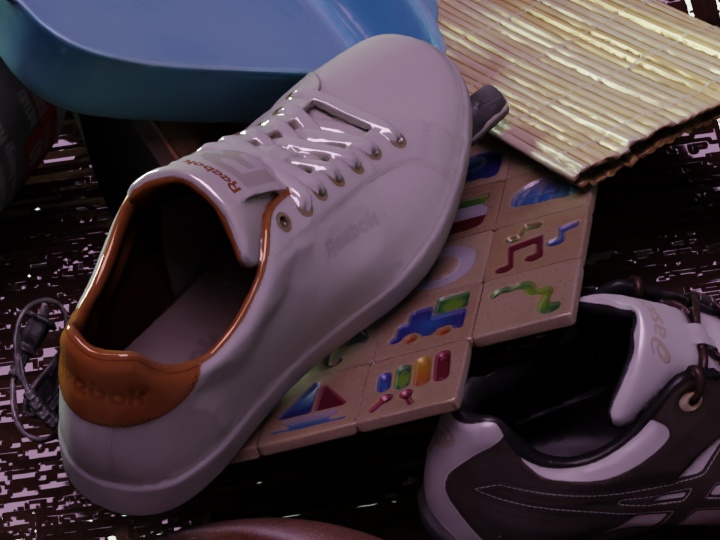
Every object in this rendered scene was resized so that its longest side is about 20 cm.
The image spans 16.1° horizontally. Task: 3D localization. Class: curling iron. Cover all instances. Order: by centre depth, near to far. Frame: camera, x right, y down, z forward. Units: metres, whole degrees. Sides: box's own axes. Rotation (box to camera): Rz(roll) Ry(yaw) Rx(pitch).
[{"bbox_3d":[-0.032,-0.007,0.845,0.200,0.026,0.050,-32,80,-13],"label":"curling iron"}]

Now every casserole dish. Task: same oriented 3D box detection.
[{"bbox_3d":[-0.061,-0.094,0.897,0.200,0.039,0.121,0,42,-39],"label":"casserole dish"}]

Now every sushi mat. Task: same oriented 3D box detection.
[{"bbox_3d":[0.069,-0.080,0.925,0.096,0.012,0.200,-28,29,-15],"label":"sushi mat"}]

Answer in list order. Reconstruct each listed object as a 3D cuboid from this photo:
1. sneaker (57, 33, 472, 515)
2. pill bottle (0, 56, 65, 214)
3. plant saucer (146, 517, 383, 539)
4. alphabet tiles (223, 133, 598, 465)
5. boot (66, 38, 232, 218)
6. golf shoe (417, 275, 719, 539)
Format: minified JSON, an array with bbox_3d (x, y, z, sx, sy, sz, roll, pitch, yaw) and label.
[{"bbox_3d":[-0.023,-0.018,0.787,0.073,0.085,0.200,22,55,19],"label":"sneaker"},{"bbox_3d":[-0.199,-0.016,0.886,0.114,0.114,0.200,18,55,21],"label":"pill bottle"},{"bbox_3d":[-0.054,0.150,0.742,0.200,0.034,0.200,-16,46,17],"label":"plant saucer"},{"bbox_3d":[0.000,0.000,0.860,0.166,0.006,0.200,-15,28,19],"label":"alphabet tiles"},{"bbox_3d":[-0.071,-0.067,0.939,0.075,0.074,0.200,-12,39,-17],"label":"boot"},{"bbox_3d":[0.113,0.041,0.814,0.200,0.095,0.078,-23,50,-14],"label":"golf shoe"}]
